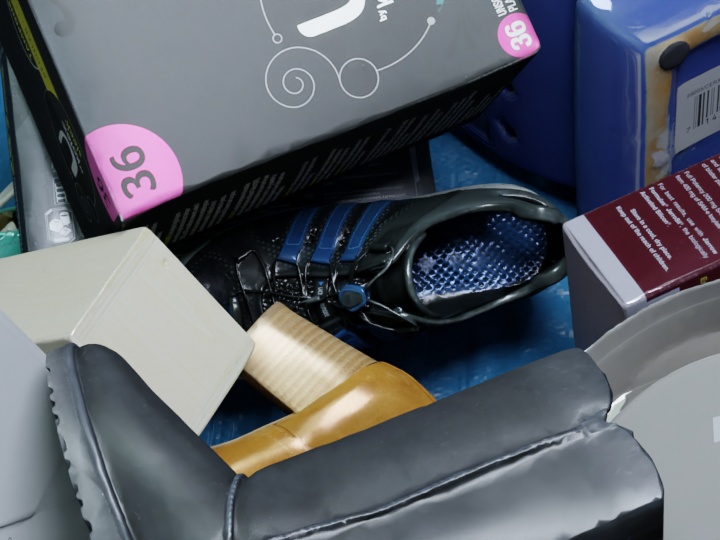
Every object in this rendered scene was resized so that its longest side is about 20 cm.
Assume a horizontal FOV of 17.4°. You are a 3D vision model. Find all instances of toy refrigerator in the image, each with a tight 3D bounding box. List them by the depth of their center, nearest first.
[{"bbox_3d":[-0.141,0.038,1.033,0.200,0.076,0.070,-11,39,49],"label":"toy refrigerator"}]

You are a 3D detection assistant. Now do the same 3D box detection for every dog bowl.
[{"bbox_3d":[0.149,0.099,0.888,0.200,0.059,0.201,-17,50,21],"label":"dog bowl"}]

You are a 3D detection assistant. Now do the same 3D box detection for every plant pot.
[{"bbox_3d":[0.143,-0.141,1.137,0.200,0.200,0.180,-26,55,-15],"label":"plant pot"}]

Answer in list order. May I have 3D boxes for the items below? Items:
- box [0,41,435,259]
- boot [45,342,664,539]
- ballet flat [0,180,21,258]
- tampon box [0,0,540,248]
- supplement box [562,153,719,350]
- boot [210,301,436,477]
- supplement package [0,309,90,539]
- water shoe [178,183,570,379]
[{"bbox_3d":[-0.068,-0.065,1.125,0.199,0.051,0.158,-7,81,-11],"label":"box"},{"bbox_3d":[-0.004,0.068,0.881,0.199,0.066,0.165,-21,60,-3],"label":"boot"},{"bbox_3d":[-0.114,-0.041,1.164,0.200,0.071,0.067,-27,23,-14],"label":"ballet flat"},{"bbox_3d":[-0.050,-0.112,1.046,0.200,0.126,0.150,-23,84,-14],"label":"tampon box"},{"bbox_3d":[0.194,-0.007,1.058,0.200,0.109,0.061,-25,49,-11],"label":"supplement box"},{"bbox_3d":[-0.037,0.127,1.005,0.144,0.071,0.201,38,86,10],"label":"boot"},{"bbox_3d":[-0.230,0.112,0.945,0.200,0.147,0.192,3,55,37],"label":"supplement package"},{"bbox_3d":[0.000,0.000,1.059,0.199,0.072,0.079,-17,5,-10],"label":"water shoe"}]
